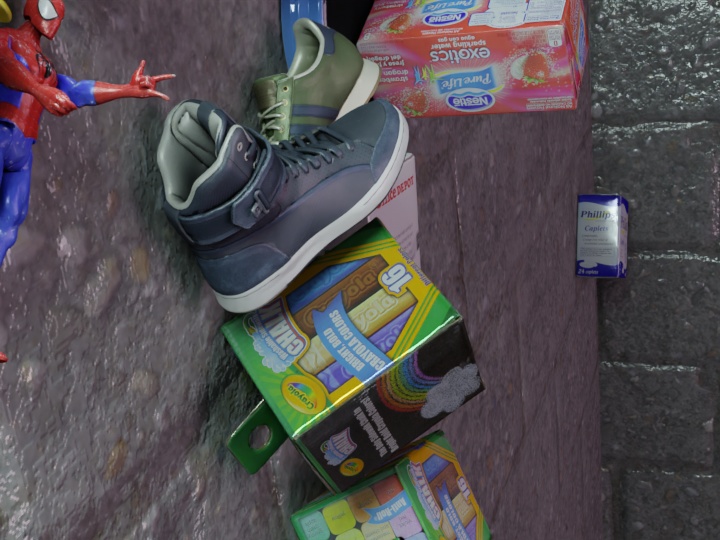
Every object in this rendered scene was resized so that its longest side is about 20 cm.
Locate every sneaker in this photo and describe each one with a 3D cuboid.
[{"bbox_3d":[-0.054,-0.085,0.753,0.203,0.077,0.147,-48,137,-18],"label":"sneaker"},{"bbox_3d":[-0.061,-0.119,0.869,0.090,0.067,0.201,39,65,-29],"label":"sneaker"}]

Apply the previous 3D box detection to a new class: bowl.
[{"bbox_3d":[-0.018,-0.235,0.998,0.200,0.039,0.203,1,90,-70],"label":"bowl"}]

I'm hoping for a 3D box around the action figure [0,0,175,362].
[{"bbox_3d":[-0.162,-0.056,0.541,0.065,0.098,0.202,47,46,-64],"label":"action figure"}]

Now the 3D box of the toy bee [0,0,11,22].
[{"bbox_3d":[-0.189,-0.128,0.439,0.131,0.108,0.202,16,77,-71],"label":"toy bee"}]

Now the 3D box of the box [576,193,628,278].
[{"bbox_3d":[0.600,-0.082,2.607,0.184,0.104,0.202,3,88,-70],"label":"box"}]

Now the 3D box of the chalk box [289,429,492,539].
[{"bbox_3d":[0.025,0.245,0.979,0.125,0.124,0.200,64,19,6],"label":"chalk box"}]

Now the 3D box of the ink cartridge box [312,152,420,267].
[{"bbox_3d":[0.000,0.000,0.997,0.146,0.083,0.202,-39,127,-65],"label":"ink cartridge box"}]

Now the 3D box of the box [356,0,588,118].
[{"bbox_3d":[0.108,-0.213,0.999,0.096,0.198,0.100,69,30,-42],"label":"box"}]

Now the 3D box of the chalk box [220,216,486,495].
[{"bbox_3d":[-0.021,0.082,0.840,0.124,0.199,0.125,52,-7,35],"label":"chalk box"}]
